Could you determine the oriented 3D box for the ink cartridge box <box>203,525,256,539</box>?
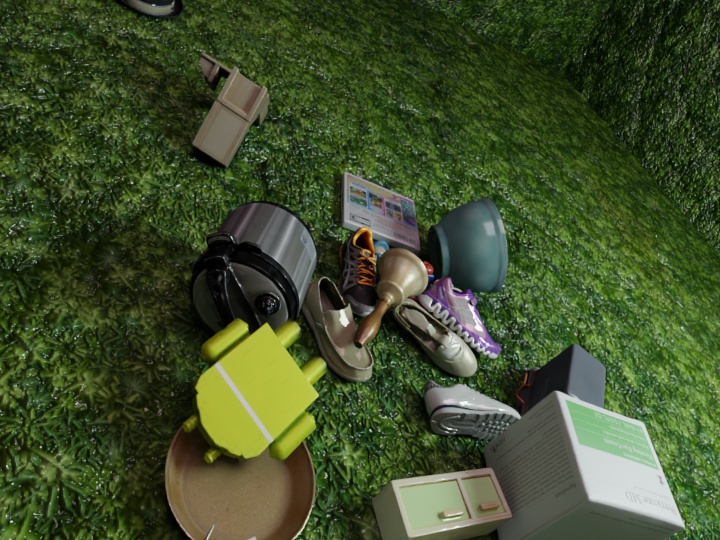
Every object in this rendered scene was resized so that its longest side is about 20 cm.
[{"bbox_3d":[-0.146,0.369,0.516,0.122,0.130,0.203,-4,51,-38],"label":"ink cartridge box"}]

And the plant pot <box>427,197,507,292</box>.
[{"bbox_3d":[0.220,-0.045,1.195,0.129,0.204,0.205,-8,48,-7],"label":"plant pot"}]

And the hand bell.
[{"bbox_3d":[0.039,0.062,0.950,0.103,0.105,0.201,34,45,1],"label":"hand bell"}]

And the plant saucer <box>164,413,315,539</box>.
[{"bbox_3d":[-0.152,0.264,0.696,0.194,0.036,0.204,21,40,-18],"label":"plant saucer"}]

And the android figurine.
[{"bbox_3d":[-0.137,0.158,0.717,0.199,0.041,0.184,-40,92,-33],"label":"android figurine"}]

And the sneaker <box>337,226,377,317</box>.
[{"bbox_3d":[0.000,0.000,1.053,0.076,0.078,0.205,13,44,-27],"label":"sneaker"}]

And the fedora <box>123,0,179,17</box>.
[{"bbox_3d":[-0.536,-0.734,1.399,0.195,0.093,0.205,20,40,-17],"label":"fedora"}]

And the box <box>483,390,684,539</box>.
[{"bbox_3d":[0.332,0.333,0.854,0.193,0.202,0.175,20,41,-18],"label":"box"}]

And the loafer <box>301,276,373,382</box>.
[{"bbox_3d":[-0.040,0.095,0.929,0.074,0.069,0.202,-14,59,-44],"label":"loafer"}]

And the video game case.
[{"bbox_3d":[0.045,-0.133,1.269,0.194,0.024,0.186,20,40,-18],"label":"video game case"}]

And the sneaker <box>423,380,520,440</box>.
[{"bbox_3d":[0.200,0.240,0.961,0.194,0.078,0.082,17,31,-24],"label":"sneaker"}]

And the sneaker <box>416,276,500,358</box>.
[{"bbox_3d":[0.207,0.089,1.082,0.199,0.089,0.080,41,-4,-2],"label":"sneaker"}]

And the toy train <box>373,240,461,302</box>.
[{"bbox_3d":[0.107,0.001,1.139,0.194,0.087,0.117,10,31,-29],"label":"toy train"}]

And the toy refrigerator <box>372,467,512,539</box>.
[{"bbox_3d":[0.121,0.342,0.792,0.194,0.071,0.078,7,44,-32],"label":"toy refrigerator"}]

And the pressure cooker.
[{"bbox_3d":[-0.164,0.012,0.834,0.172,0.180,0.203,28,37,-11],"label":"pressure cooker"}]

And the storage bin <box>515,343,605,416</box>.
[{"bbox_3d":[0.383,0.237,1.046,0.144,0.136,0.200,36,37,3],"label":"storage bin"}]

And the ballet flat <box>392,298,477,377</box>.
[{"bbox_3d":[0.139,0.124,1.031,0.198,0.071,0.069,38,38,12],"label":"ballet flat"}]

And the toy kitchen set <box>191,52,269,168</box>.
[{"bbox_3d":[-0.307,-0.336,1.177,0.160,0.185,0.200,30,-2,-9],"label":"toy kitchen set"}]
